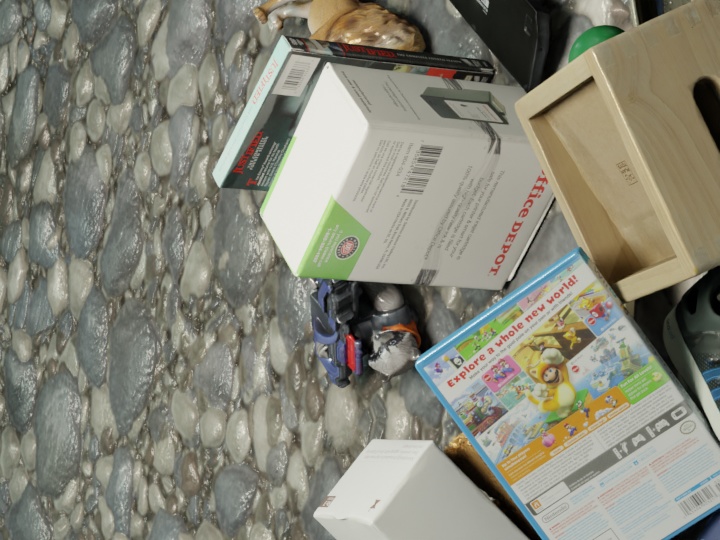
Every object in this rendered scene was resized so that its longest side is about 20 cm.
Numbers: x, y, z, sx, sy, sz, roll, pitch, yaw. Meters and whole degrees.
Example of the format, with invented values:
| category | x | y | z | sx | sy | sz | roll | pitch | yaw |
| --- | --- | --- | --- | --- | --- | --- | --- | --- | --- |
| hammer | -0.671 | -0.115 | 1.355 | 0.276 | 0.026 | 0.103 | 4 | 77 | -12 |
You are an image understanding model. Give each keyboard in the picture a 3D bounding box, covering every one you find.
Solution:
| category | x | y | z | sx | sy | sz | roll | pitch | yaw |
| --- | --- | --- | --- | --- | --- | --- | --- | --- | --- |
| keyboard | 0.111 | -0.236 | 1.708 | 0.200 | 0.039 | 0.105 | -124 | 30 | -42 |

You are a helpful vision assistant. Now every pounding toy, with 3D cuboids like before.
| category | x | y | z | sx | sy | sz | roll | pitch | yaw |
| --- | --- | --- | --- | --- | --- | --- | --- | --- | --- |
| pounding toy | 0.210 | -0.106 | 1.400 | 0.201 | 0.141 | 0.184 | 65 | 163 | 2 |

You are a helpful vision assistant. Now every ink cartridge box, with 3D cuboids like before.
| category | x | y | z | sx | sy | sz | roll | pitch | yaw |
| --- | --- | --- | --- | --- | --- | --- | --- | --- | --- |
| ink cartridge box | 0.045 | -0.069 | 1.644 | 0.084 | 0.199 | 0.146 | 57 | 132 | 42 |

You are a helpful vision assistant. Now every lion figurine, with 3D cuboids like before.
| category | x | y | z | sx | sy | sz | roll | pitch | yaw |
| --- | --- | --- | --- | --- | --- | --- | --- | --- | --- |
| lion figurine | -0.022 | -0.220 | 1.852 | 0.122 | 0.072 | 0.201 | -32 | 49 | 11 |

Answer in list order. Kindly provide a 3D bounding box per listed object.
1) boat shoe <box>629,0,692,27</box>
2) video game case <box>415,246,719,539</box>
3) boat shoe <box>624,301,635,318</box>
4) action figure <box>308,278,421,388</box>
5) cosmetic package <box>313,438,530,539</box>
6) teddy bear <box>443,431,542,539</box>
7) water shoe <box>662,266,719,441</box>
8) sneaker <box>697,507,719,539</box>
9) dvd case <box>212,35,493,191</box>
| category | x | y | z | sx | sy | sz | roll | pitch | yaw |
| --- | --- | --- | --- | --- | --- | --- | --- | --- | --- |
| boat shoe | 0.226 | -0.161 | 1.507 | 0.072 | 0.060 | 0.204 | -20 | 74 | 51 |
| video game case | 0.151 | 0.104 | 1.458 | 0.143 | 0.018 | 0.201 | -35 | 95 | 20 |
| boat shoe | 0.165 | 0.042 | 1.558 | 0.072 | 0.067 | 0.202 | 14 | -102 | -84 |
| action figure | 0.000 | 0.000 | 1.786 | 0.200 | 0.104 | 0.195 | 95 | 153 | -64 |
| cosmetic package | 0.072 | 0.216 | 1.546 | 0.081 | 0.200 | 0.113 | -48 | 17 | -19 |
| teddy bear | 0.152 | 0.173 | 1.538 | 0.200 | 0.067 | 0.145 | 39 | 151 | 5 |
| water shoe | 0.271 | 0.075 | 1.427 | 0.200 | 0.071 | 0.079 | 55 | 129 | 39 |
| sneaker | 0.230 | 0.242 | 1.469 | 0.074 | 0.082 | 0.201 | 42 | 119 | 48 |
| dvd case | -0.005 | -0.119 | 1.715 | 0.146 | 0.199 | 0.022 | -60 | 44 | 34 |
